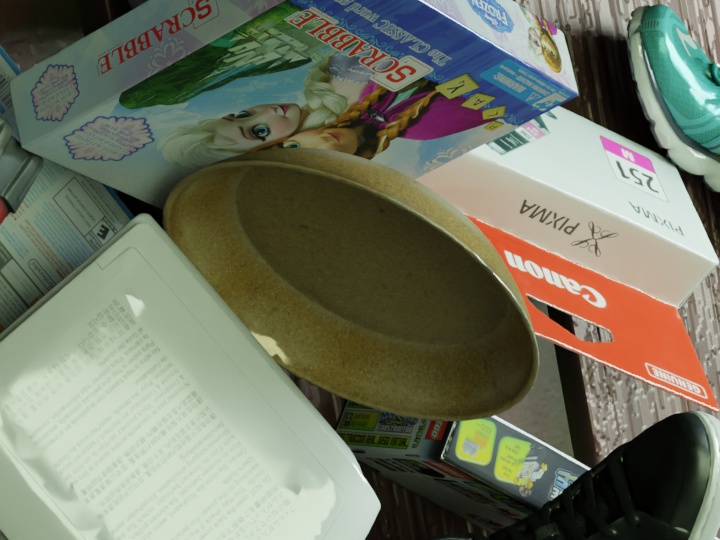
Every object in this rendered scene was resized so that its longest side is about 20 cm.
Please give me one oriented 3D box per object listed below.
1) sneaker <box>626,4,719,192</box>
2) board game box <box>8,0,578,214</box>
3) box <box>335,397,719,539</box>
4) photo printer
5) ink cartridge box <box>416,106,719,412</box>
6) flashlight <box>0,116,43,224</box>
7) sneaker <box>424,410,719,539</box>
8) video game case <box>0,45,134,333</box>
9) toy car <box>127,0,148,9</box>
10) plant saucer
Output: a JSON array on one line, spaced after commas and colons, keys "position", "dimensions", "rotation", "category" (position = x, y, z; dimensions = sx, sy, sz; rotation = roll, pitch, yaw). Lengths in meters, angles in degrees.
[{"position": [0.224, -0.089, 1.613], "dimensions": [0.200, 0.079, 0.078], "rotation": [40, 42, -30], "category": "sneaker"}, {"position": [-0.029, -0.088, 1.362], "dimensions": [0.200, 0.199, 0.041], "rotation": [23, 47, -51], "category": "board game box"}, {"position": [0.093, 0.123, 1.520], "dimensions": [0.199, 0.110, 0.035], "rotation": [30, 74, -29], "category": "box"}, {"position": [-0.100, 0.099, 1.359], "dimensions": [0.166, 0.069, 0.200], "rotation": [-42, 92, -14], "category": "photo printer"}, {"position": [0.107, -0.026, 1.506], "dimensions": [0.199, 0.174, 0.044], "rotation": [23, 120, -30], "category": "ink cartridge box"}, {"position": [-0.228, 0.013, 1.326], "dimensions": [0.068, 0.068, 0.201], "rotation": [30, 76, 11], "category": "flashlight"}, {"position": [0.093, 0.142, 1.414], "dimensions": [0.111, 0.073, 0.200], "rotation": [14, 126, -32], "category": "sneaker"}, {"position": [-0.216, -0.008, 1.379], "dimensions": [0.200, 0.018, 0.143], "rotation": [-47, 113, -24], "category": "video game case"}, {"position": [-0.032, -0.196, 1.390], "dimensions": [0.174, 0.150, 0.201], "rotation": [6, 86, 7], "category": "toy car"}, {"position": [0.000, 0.000, 1.379], "dimensions": [0.200, 0.200, 0.036], "rotation": [42, 57, -25], "category": "plant saucer"}]
